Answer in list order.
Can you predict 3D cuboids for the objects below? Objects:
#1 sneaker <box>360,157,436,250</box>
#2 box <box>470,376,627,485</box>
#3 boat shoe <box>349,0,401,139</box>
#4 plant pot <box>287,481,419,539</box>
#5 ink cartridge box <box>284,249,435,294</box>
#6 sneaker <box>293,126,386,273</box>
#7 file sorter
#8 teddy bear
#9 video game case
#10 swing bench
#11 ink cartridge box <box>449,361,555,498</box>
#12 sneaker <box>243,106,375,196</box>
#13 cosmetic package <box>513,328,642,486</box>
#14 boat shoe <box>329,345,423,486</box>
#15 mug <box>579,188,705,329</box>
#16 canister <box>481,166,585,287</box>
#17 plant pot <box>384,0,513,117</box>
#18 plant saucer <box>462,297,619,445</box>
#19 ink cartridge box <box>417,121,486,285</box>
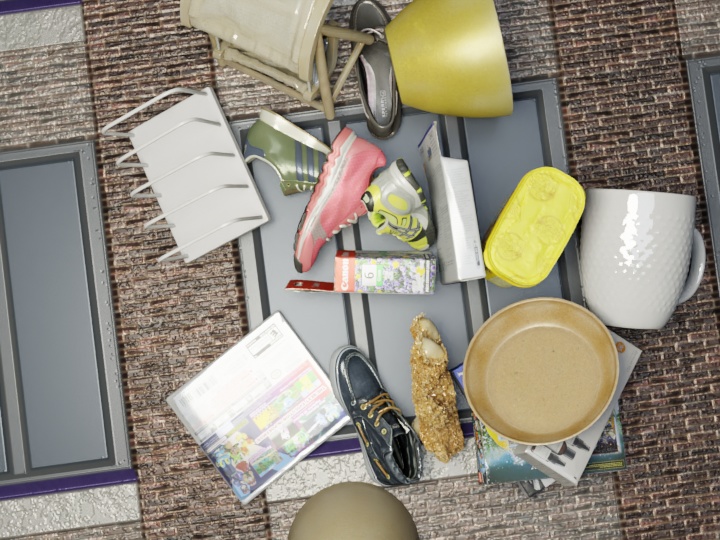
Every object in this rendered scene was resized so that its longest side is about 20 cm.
[{"bbox_3d":[0.048,-0.078,1.468,0.076,0.200,0.076,-30,62,0],"label":"sneaker"},{"bbox_3d":[0.248,0.206,1.478,0.197,0.038,0.138,-3,80,-13],"label":"box"},{"bbox_3d":[0.024,-0.284,1.540,0.066,0.057,0.203,-8,87,0],"label":"boat shoe"},{"bbox_3d":[-0.010,0.383,1.438,0.185,0.200,0.190,0,88,0],"label":"plant pot"},{"bbox_3d":[0.000,0.000,1.499,0.197,0.109,0.051,2,96,0],"label":"ink cartridge box"},{"bbox_3d":[-0.027,-0.082,1.466,0.086,0.074,0.202,22,97,-3],"label":"sneaker"},{"bbox_3d":[-0.237,-0.127,1.484,0.138,0.124,0.202,-25,87,15],"label":"file sorter"},{"bbox_3d":[0.090,0.157,1.472,0.066,0.201,0.146,-13,44,-1],"label":"teddy bear"},{"bbox_3d":[-0.137,0.188,1.536,0.199,0.023,0.183,-38,88,-3],"label":"video game case"},{"bbox_3d":[-0.113,-0.319,1.450,0.197,0.200,0.131,27,87,17],"label":"swing bench"},{"bbox_3d":[0.213,0.199,1.523,0.093,0.044,0.201,-31,87,-3],"label":"ink cartridge box"},{"bbox_3d":[-0.073,-0.137,1.534,0.199,0.067,0.090,33,95,2],"label":"sneaker"},{"bbox_3d":[0.284,0.171,1.446,0.082,0.051,0.201,32,73,-5],"label":"cosmetic package"},{"bbox_3d":[0.027,0.192,1.493,0.070,0.091,0.202,-22,91,-28],"label":"boat shoe"},{"bbox_3d":[0.387,-0.013,1.496,0.198,0.147,0.178,3,93,-30],"label":"mug"},{"bbox_3d":[0.215,-0.049,1.457,0.086,0.200,0.150,29,87,1],"label":"canister"},{"bbox_3d":[0.111,-0.288,1.475,0.140,0.200,0.203,-13,87,4],"label":"plant pot"},{"bbox_3d":[0.230,0.132,1.418,0.198,0.036,0.202,-8,60,14],"label":"plant saucer"},{"bbox_3d":[0.119,-0.084,1.460,0.040,0.200,0.203,-9,89,-3],"label":"ink cartridge box"}]
